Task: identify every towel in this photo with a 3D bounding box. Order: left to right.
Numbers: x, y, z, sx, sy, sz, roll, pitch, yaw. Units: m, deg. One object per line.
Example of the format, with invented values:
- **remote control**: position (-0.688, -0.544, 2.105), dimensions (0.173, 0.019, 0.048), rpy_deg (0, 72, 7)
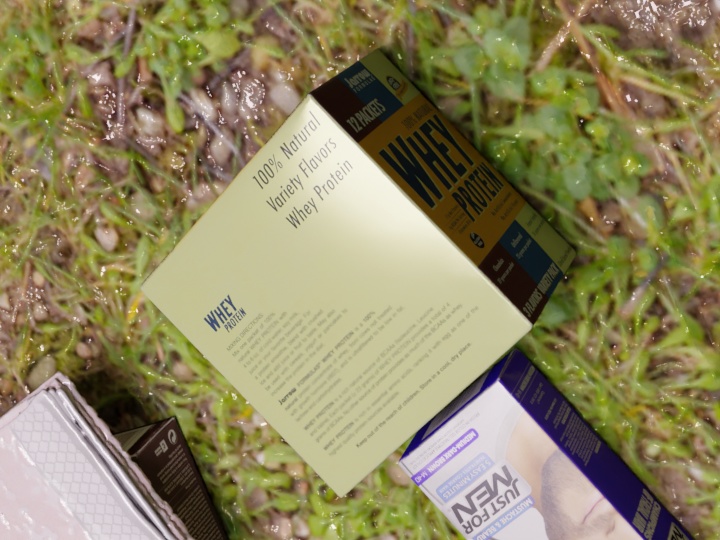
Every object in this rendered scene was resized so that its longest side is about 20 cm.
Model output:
- **towel**: position (-0.234, 0.206, 1.112), dimensions (0.191, 0.032, 0.201), rpy_deg (-38, 91, 30)

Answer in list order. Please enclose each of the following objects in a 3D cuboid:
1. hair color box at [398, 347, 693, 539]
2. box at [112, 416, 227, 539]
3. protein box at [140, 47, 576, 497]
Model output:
- **hair color box**: position (0.136, 0.170, 1.025), dimensions (0.200, 0.065, 0.109), rpy_deg (46, 118, -2)
- **box**: position (-0.167, 0.231, 1.161), dimensions (0.099, 0.075, 0.202), rpy_deg (-17, 104, 26)
- **protein box**: position (0.000, 0.000, 0.973), dimensions (0.200, 0.135, 0.199), rpy_deg (45, 119, 0)
